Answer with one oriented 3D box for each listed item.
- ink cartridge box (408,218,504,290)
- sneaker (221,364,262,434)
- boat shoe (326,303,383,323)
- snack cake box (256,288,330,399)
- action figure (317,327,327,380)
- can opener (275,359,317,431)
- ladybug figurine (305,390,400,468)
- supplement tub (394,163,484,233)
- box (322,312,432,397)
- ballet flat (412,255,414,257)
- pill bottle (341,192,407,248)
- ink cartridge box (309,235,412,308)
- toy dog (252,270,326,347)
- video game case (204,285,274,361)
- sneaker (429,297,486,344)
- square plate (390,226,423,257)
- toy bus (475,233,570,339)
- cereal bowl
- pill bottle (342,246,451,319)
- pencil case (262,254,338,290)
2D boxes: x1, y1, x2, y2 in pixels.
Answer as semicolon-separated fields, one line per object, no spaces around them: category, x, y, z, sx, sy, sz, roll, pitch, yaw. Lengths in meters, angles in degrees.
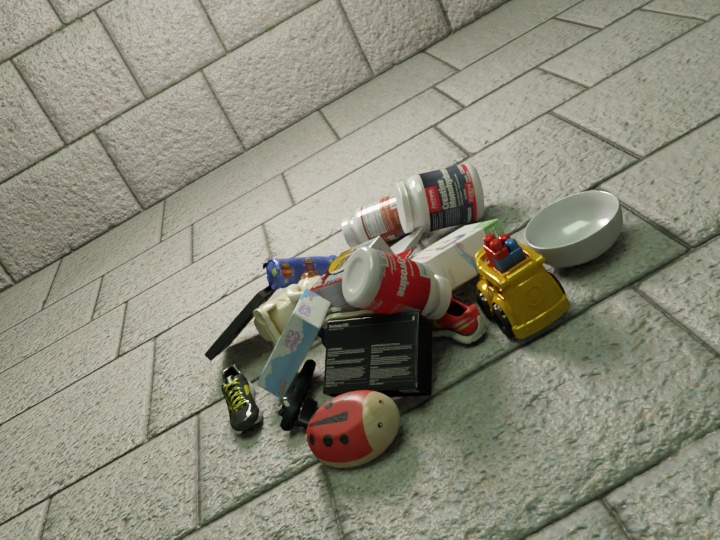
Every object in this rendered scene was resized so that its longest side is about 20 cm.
ink cartridge box;0.201;-0.023;1.714;0.198;0.089;0.145;-31;8;-19
sneaker;-0.266;0.275;1.729;0.074;0.086;0.200;-31;25;-4
boat shoe;0.020;0.063;1.616;0.196;0.066;0.072;-11;-13;-15
snack cake box;-0.140;0.155;1.701;0.202;0.066;0.115;-61;2;26
action figure;0.012;0.180;1.646;0.192;0.105;0.201;-36;55;-1
can opener;-0.124;0.258;1.661;0.064;0.077;0.201;-61;8;27
ladybug figurine;-0.024;0.278;1.440;0.197;0.072;0.138;-23;50;27
supplement tub;0.191;-0.172;1.956;0.196;0.143;0.141;-13;25;-3
box;0.033;0.165;1.528;0.196;0.079;0.144;-7;71;27
ballet flat;0.092;0.038;1.808;0.069;0.066;0.201;-4;36;35
pill bottle;0.054;-0.127;2.102;0.197;0.113;0.113;-19;26;21
ink cartridge box;0.000;0.000;1.775;0.176;0.084;0.199;-50;14;-25
toy dog;-0.144;0.096;1.906;0.199;0.141;0.193;-37;7;-19
video game case;-0.287;0.121;1.956;0.201;0.025;0.181;-49;1;7
sneaker;0.170;0.083;1.613;0.077;0.086;0.198;-34;25;-33
square plate;0.055;-0.004;1.905;0.199;0.029;0.199;-34;11;43
toy bus;0.278;0.004;1.529;0.134;0.194;0.200;-32;24;-4
cereal bowl;0.435;-0.072;1.626;0.197;0.084;0.201;-23;26;12
pill bottle;0.072;0.032;1.535;0.112;0.197;0.115;-33;50;50
pencil case;-0.143;0.006;2.003;0.197;0.079;0.087;-4;-25;-34
